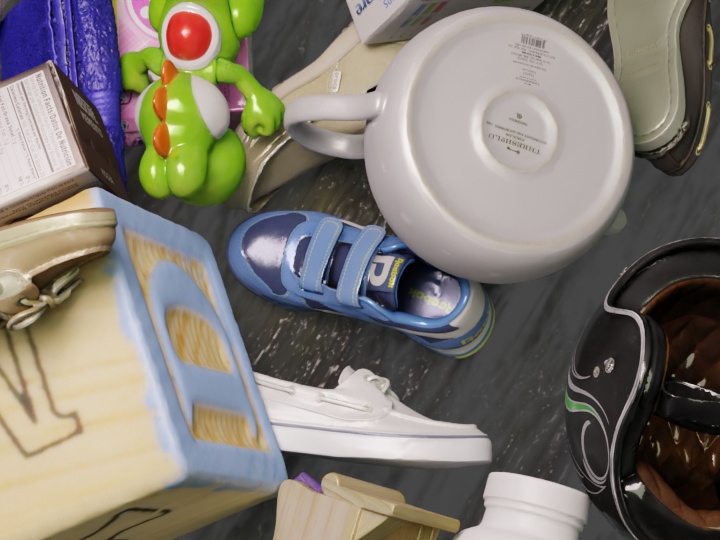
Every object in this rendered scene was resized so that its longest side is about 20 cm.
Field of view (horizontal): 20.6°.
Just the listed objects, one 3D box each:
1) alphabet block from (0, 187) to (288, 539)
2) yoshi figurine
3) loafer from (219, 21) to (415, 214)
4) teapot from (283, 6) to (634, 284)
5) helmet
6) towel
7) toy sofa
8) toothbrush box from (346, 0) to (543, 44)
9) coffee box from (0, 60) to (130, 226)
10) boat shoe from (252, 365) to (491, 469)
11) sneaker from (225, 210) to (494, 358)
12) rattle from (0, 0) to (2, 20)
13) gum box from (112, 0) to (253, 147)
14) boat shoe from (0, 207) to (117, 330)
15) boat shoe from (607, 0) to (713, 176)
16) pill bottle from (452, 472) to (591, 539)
[{"bbox_3d":[-0.191,0.087,1.300,0.199,0.195,0.198,-23,73,13],"label":"alphabet block"},{"bbox_3d":[-0.109,-0.129,1.367,0.111,0.112,0.202,24,62,-29],"label":"yoshi figurine"},{"bbox_3d":[-0.022,-0.111,1.423,0.068,0.076,0.200,41,81,16],"label":"loafer"},{"bbox_3d":[0.079,-0.077,1.355,0.197,0.146,0.201,-33,90,-21],"label":"teapot"},{"bbox_3d":[0.226,0.087,1.311,0.198,0.191,0.202,0,110,1],"label":"helmet"},{"bbox_3d":[-0.218,-0.106,1.399,0.049,0.147,0.202,5,72,-35],"label":"towel"},{"bbox_3d":[-0.017,0.239,1.307,0.097,0.083,0.202,12,84,40],"label":"toy sofa"},{"bbox_3d":[0.045,-0.276,1.425,0.145,0.086,0.202,-11,76,-32],"label":"toothbrush box"},{"bbox_3d":[-0.261,-0.048,1.278,0.198,0.113,0.080,-23,76,2],"label":"coffee box"},{"bbox_3d":[-0.005,0.099,1.375,0.198,0.074,0.066,6,81,2],"label":"boat shoe"},{"bbox_3d":[0.000,0.000,1.394,0.198,0.082,0.075,16,80,7],"label":"sneaker"},{"bbox_3d":[-0.312,-0.242,1.398,0.129,0.200,0.144,23,80,12],"label":"rattle"},{"bbox_3d":[-0.137,-0.188,1.449,0.112,0.066,0.202,-4,77,0],"label":"gum box"},{"bbox_3d":[-0.223,0.019,1.188,0.199,0.073,0.063,-25,80,25],"label":"boat shoe"},{"bbox_3d":[0.221,-0.164,1.433,0.071,0.061,0.203,-11,56,34],"label":"boat shoe"},{"bbox_3d":[0.097,0.241,1.323,0.103,0.104,0.202,13,78,5],"label":"pill bottle"}]
